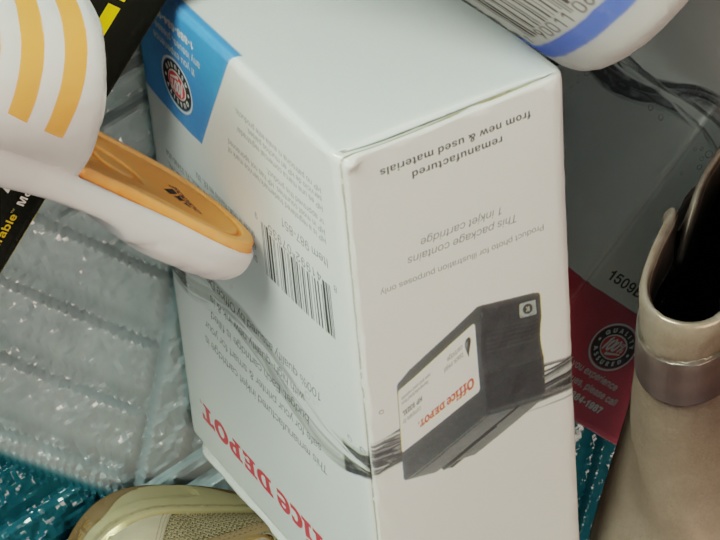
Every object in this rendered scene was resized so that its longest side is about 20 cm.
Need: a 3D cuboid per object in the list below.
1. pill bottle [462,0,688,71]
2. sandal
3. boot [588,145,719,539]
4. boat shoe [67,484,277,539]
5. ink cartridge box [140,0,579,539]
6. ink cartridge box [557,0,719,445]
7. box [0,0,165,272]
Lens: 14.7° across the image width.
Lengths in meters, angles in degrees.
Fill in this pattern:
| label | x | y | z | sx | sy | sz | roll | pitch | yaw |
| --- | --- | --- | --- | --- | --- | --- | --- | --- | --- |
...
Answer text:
| label | x | y | z | sx | sy | sz | roll | pitch | yaw |
| --- | --- | --- | --- | --- | --- | --- | --- | --- | --- |
| pill bottle | 0.015 | -0.154 | 0.798 | 0.200 | 0.114 | 0.114 | 32 | 100 | -16 |
| sandal | -0.095 | -0.058 | 0.809 | 0.207 | 0.079 | 0.059 | 25 | 102 | -49 |
| boot | 0.110 | 0.050 | 0.926 | 0.146 | 0.070 | 0.200 | 76 | 31 | -57 |
| boat shoe | -0.012 | 0.119 | 1.047 | 0.200 | 0.065 | 0.071 | -2 | 120 | -33 |
| ink cartridge box | 0.000 | 0.000 | 0.922 | 0.084 | 0.145 | 0.200 | -22 | 129 | -22 |
| ink cartridge box | 0.135 | -0.032 | 1.034 | 0.146 | 0.083 | 0.200 | 30 | 100 | -42 |
| box | -0.142 | -0.090 | 0.836 | 0.160 | 0.049 | 0.200 | 23 | 105 | -43 |
